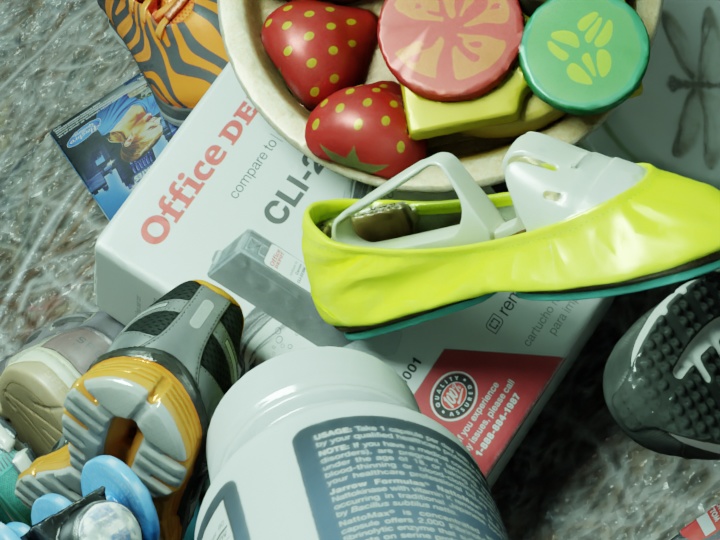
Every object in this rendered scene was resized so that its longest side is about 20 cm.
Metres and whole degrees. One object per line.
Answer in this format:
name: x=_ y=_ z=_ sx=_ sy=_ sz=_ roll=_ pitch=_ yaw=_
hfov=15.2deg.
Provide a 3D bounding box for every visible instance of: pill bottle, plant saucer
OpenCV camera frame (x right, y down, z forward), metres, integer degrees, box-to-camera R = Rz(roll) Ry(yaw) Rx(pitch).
pill bottle: x=0.001 y=0.120 z=1.013 sx=0.119 sy=0.120 sz=0.200 roll=-33 pitch=33 yaw=9
plant saucer: x=0.161 y=-0.086 z=1.206 sx=0.199 sy=0.050 sz=0.201 roll=2 pitch=69 yaw=-6

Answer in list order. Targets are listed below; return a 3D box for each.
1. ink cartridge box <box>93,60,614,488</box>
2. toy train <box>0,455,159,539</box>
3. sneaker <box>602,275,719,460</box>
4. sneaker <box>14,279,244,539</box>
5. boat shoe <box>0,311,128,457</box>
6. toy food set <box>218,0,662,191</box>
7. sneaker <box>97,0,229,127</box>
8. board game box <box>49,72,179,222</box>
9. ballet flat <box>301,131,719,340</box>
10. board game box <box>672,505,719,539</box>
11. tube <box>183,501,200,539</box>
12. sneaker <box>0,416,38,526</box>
ink cartridge box: x=0.000 y=0.000 z=1.196 sx=0.199 sy=0.084 sz=0.145 roll=32 pitch=70 yaw=8
toy train: x=-0.125 y=0.155 z=1.120 sx=0.086 sy=0.115 sz=0.200 roll=-28 pitch=-5 yaw=-34
sneaker: x=0.143 y=0.041 z=1.081 sx=0.080 sy=0.074 sz=0.200 roll=-28 pitch=-6 yaw=32
sneaker: x=-0.091 y=0.073 z=1.162 sx=0.077 sy=0.078 sz=0.200 roll=-58 pitch=2 yaw=-30
boat shoe: x=-0.142 y=0.061 z=1.305 sx=0.065 sy=0.072 sz=0.200 roll=-37 pitch=-1 yaw=-18
toy food set: x=0.035 y=-0.131 z=1.154 sx=0.197 sy=0.049 sz=0.201 roll=-12 pitch=70 yaw=3
sneaker: x=-0.115 y=-0.149 z=1.417 sx=0.078 sy=0.112 sz=0.200 roll=-44 pitch=36 yaw=-6
board game box: x=-0.057 y=-0.051 z=1.410 sx=0.199 sy=0.062 sz=0.200 roll=-31 pitch=38 yaw=12
ballet flat: x=0.057 y=-0.019 z=1.074 sx=0.199 sy=0.067 sz=0.067 roll=-11 pitch=19 yaw=35
board game box: x=0.111 y=0.178 z=1.013 sx=0.199 sy=0.062 sz=0.201 roll=-14 pitch=41 yaw=35
tube: x=-0.107 y=0.103 z=1.310 sx=0.077 sy=0.050 sz=0.200 roll=-37 pitch=32 yaw=15
sneaker: x=-0.200 y=0.122 z=1.307 sx=0.080 sy=0.078 sz=0.200 roll=-40 pitch=4 yaw=-32
